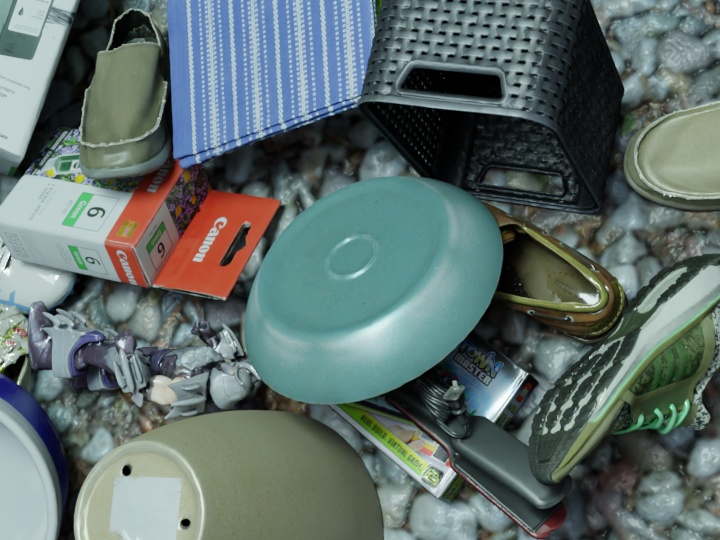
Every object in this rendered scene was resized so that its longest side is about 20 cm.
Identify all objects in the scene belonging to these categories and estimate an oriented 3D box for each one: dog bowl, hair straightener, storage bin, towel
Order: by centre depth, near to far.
[{"bbox_3d":[0.063,0.090,0.867,0.041,0.078,0.200,-31,56,-26],"label":"hair straightener"},{"bbox_3d":[0.094,-0.117,0.876,0.133,0.200,0.095,10,79,22],"label":"storage bin"},{"bbox_3d":[-0.066,-0.166,0.947,0.198,0.024,0.147,-14,74,34],"label":"towel"},{"bbox_3d":[-0.322,0.171,0.970,0.197,0.079,0.203,-1,101,-5],"label":"dog bowl"}]

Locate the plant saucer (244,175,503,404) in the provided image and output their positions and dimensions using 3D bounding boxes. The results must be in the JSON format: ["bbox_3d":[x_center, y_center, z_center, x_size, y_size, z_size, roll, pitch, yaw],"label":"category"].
[{"bbox_3d":[0.000,0.000,0.891,0.197,0.036,0.202,-18,42,17],"label":"plant saucer"}]

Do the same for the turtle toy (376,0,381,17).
[{"bbox_3d":[0.016,-0.210,0.981,0.197,0.101,0.148,0,77,29],"label":"turtle toy"}]

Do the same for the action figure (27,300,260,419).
[{"bbox_3d":[-0.158,0.069,0.970,0.197,0.130,0.071,6,89,30],"label":"action figure"}]

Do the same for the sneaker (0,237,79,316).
[{"bbox_3d":[-0.324,-0.014,1.078,0.198,0.072,0.073,17,80,22],"label":"sneaker"}]

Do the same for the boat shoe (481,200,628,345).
[{"bbox_3d":[0.098,-0.014,0.920,0.198,0.068,0.073,21,84,24],"label":"boat shoe"}]

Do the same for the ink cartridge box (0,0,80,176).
[{"bbox_3d":[-0.287,-0.192,1.063,0.083,0.146,0.203,20,81,-16],"label":"ink cartridge box"}]

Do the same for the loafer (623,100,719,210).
[{"bbox_3d":[0.275,-0.086,0.872,0.197,0.068,0.077,-3,75,20],"label":"loafer"}]

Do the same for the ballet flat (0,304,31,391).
[{"bbox_3d":[-0.315,0.125,1.040,0.063,0.076,0.202,27,90,7],"label":"ballet flat"}]

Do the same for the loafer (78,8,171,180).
[{"bbox_3d":[-0.187,-0.141,1.009,0.074,0.070,0.201,-8,37,0],"label":"loafer"}]

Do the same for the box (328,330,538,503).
[{"bbox_3d":[0.020,0.063,0.947,0.199,0.035,0.111,37,90,25],"label":"box"}]

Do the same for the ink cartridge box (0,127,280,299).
[{"bbox_3d":[-0.175,-0.047,1.011,0.197,0.051,0.110,10,52,22],"label":"ink cartridge box"}]

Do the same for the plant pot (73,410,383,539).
[{"bbox_3d":[-0.102,0.173,0.873,0.184,0.200,0.190,-6,73,19],"label":"plant pot"}]

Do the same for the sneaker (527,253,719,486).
[{"bbox_3d":[0.191,0.078,0.830,0.200,0.077,0.089,-43,97,-21],"label":"sneaker"}]
